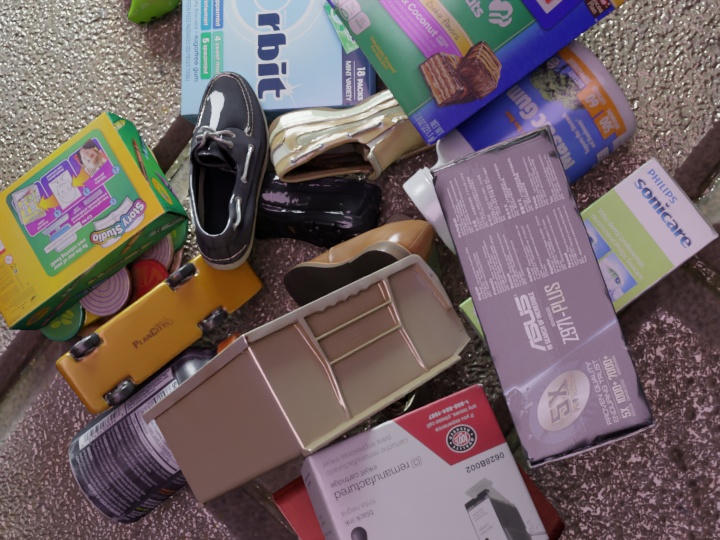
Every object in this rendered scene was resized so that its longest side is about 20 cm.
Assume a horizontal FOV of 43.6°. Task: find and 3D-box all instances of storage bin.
[{"bbox_3d":[-0.042,0.090,0.736,0.200,0.197,0.094,-37,81,49],"label":"storage bin"}]

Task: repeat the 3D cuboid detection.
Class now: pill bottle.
[{"bbox_3d":[-0.175,0.146,0.873,0.199,0.106,0.107,-37,80,7],"label":"pill bottle"},{"bbox_3d":[0.140,-0.108,0.822,0.199,0.112,0.113,-39,79,6],"label":"pill bottle"}]

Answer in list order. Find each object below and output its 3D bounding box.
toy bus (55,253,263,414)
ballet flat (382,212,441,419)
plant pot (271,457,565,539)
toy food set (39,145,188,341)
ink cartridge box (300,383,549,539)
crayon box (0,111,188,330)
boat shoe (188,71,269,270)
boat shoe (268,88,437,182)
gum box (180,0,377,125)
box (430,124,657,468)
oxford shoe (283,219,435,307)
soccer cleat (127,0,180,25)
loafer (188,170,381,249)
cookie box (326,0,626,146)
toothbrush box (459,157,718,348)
[{"bbox_3d":[-0.190,0.050,0.859,0.199,0.078,0.065,-38,99,-15],"label":"toy bus"},{"bbox_3d":[0.043,0.043,0.857,0.066,0.062,0.203,-2,85,12],"label":"ballet flat"},{"bbox_3d":[0.062,0.219,0.782,0.176,0.200,0.201,-37,79,-5],"label":"plant pot"},{"bbox_3d":[-0.271,-0.028,0.936,0.198,0.049,0.200,-29,81,8],"label":"toy food set"},{"bbox_3d":[0.059,0.206,0.650,0.145,0.083,0.202,-20,75,-13],"label":"ink cartridge box"},{"bbox_3d":[-0.283,-0.046,0.885,0.199,0.058,0.120,-35,80,7],"label":"crayon box"},{"bbox_3d":[-0.125,-0.105,0.841,0.071,0.063,0.203,-2,71,3],"label":"boat shoe"},{"bbox_3d":[0.013,-0.118,0.854,0.197,0.072,0.077,-13,52,3],"label":"boat shoe"},{"bbox_3d":[-0.082,-0.241,0.913,0.197,0.045,0.173,-1,85,11],"label":"gum box"},{"bbox_3d":[0.127,0.021,0.640,0.085,0.164,0.203,-19,83,9],"label":"box"},{"bbox_3d":[0.000,0.000,0.839,0.072,0.199,0.071,52,54,-17],"label":"oxford shoe"},{"bbox_3d":[-0.250,-0.358,0.950,0.080,0.067,0.202,-26,81,22],"label":"soccer cleat"},{"bbox_3d":[-0.075,-0.070,0.894,0.198,0.068,0.071,10,59,17],"label":"loafer"},{"bbox_3d":[0.090,-0.233,0.747,0.199,0.075,0.172,-35,99,12],"label":"cookie box"},{"bbox_3d":[0.193,0.007,0.785,0.199,0.146,0.086,-39,79,6],"label":"toothbrush box"}]
